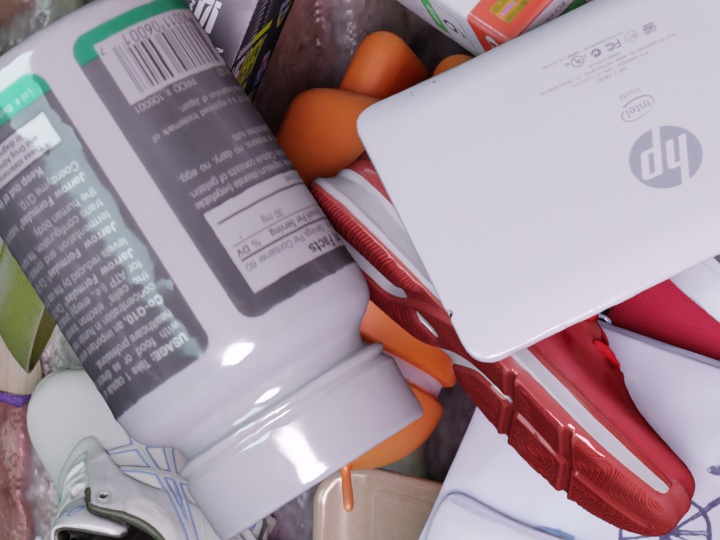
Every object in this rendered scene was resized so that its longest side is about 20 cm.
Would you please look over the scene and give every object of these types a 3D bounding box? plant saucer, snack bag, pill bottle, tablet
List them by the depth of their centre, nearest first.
[{"bbox_3d":[0.109,-0.056,0.963,0.200,0.014,0.130,-26,56,1],"label":"tablet"},{"bbox_3d":[-0.068,-0.003,0.982,0.113,0.113,0.200,-35,86,34],"label":"pill bottle"},{"bbox_3d":[0.112,0.119,0.983,0.188,0.021,0.200,19,75,21],"label":"snack bag"},{"bbox_3d":[-0.136,-0.049,1.198,0.031,0.200,0.200,20,103,-3],"label":"plant saucer"}]

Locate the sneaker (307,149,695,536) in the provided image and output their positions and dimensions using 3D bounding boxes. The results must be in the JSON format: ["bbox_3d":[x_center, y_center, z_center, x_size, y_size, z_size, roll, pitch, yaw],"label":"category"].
[{"bbox_3d":[0.082,0.002,0.991,0.116,0.078,0.200,-40,74,-15],"label":"sneaker"}]

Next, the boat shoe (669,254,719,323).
[{"bbox_3d":[0.204,0.026,0.936,0.200,0.072,0.071,37,112,19],"label":"boat shoe"}]

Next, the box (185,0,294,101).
[{"bbox_3d":[-0.069,-0.098,1.136,0.044,0.200,0.160,24,104,0],"label":"box"}]

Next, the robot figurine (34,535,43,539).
[{"bbox_3d":[-0.144,0.230,1.197,0.170,0.113,0.200,90,177,-53],"label":"robot figurine"}]

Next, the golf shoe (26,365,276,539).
[{"bbox_3d":[-0.118,0.108,1.216,0.200,0.097,0.078,39,113,38],"label":"golf shoe"}]

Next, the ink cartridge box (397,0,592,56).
[{"bbox_3d":[0.083,-0.137,1.063,0.109,0.050,0.200,-46,53,-6],"label":"ink cartridge box"}]

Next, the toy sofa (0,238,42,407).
[{"bbox_3d":[-0.224,-0.022,1.343,0.083,0.097,0.200,173,99,-66],"label":"toy sofa"}]

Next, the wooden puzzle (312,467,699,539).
[{"bbox_3d":[0.066,0.186,1.074,0.200,0.037,0.185,8,103,37],"label":"wooden puzzle"}]

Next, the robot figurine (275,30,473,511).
[{"bbox_3d":[-0.001,0.000,1.094,0.200,0.144,0.117,-68,15,-8],"label":"robot figurine"}]

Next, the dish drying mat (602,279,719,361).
[{"bbox_3d":[0.116,0.071,1.066,0.077,0.018,0.200,39,111,36],"label":"dish drying mat"}]
